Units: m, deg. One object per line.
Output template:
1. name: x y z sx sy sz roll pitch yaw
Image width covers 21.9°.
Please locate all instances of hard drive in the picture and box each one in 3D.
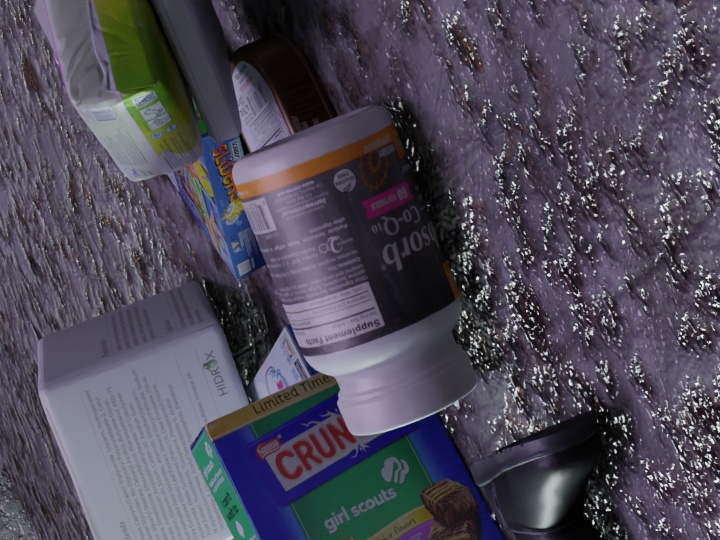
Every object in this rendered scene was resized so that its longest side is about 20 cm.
1. hard drive: -0.131 -0.204 1.299 0.200 0.026 0.132 70 -175 -47

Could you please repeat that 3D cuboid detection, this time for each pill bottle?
1. pill bottle: 0.000 0.000 1.241 0.116 0.116 0.201 -4 110 68

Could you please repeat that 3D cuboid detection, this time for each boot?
1. boot: 0.147 0.195 1.157 0.165 0.065 0.201 124 123 -76

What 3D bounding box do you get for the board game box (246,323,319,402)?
1. board game box: -0.019 0.153 1.548 0.201 0.043 0.199 62 159 10

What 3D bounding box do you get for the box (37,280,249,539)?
1. box: -0.186 0.142 1.702 0.199 0.171 0.201 -134 25 -75

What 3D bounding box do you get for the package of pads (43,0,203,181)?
1. package of pads: -0.172 -0.176 1.286 0.155 0.068 0.201 65 -171 -71

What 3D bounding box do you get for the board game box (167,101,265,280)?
1. board game box: -0.133 -0.099 1.520 0.136 0.034 0.200 55 166 30

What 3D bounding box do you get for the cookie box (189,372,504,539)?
1. cookie box: -0.006 0.176 1.365 0.200 0.171 0.075 61 156 12

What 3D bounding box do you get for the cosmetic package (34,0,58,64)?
1. cosmetic package: -0.206 -0.230 1.538 0.108 0.085 0.200 62 159 9

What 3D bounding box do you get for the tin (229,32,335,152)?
1. tin: -0.042 -0.077 1.372 0.201 0.042 0.112 65 163 3
